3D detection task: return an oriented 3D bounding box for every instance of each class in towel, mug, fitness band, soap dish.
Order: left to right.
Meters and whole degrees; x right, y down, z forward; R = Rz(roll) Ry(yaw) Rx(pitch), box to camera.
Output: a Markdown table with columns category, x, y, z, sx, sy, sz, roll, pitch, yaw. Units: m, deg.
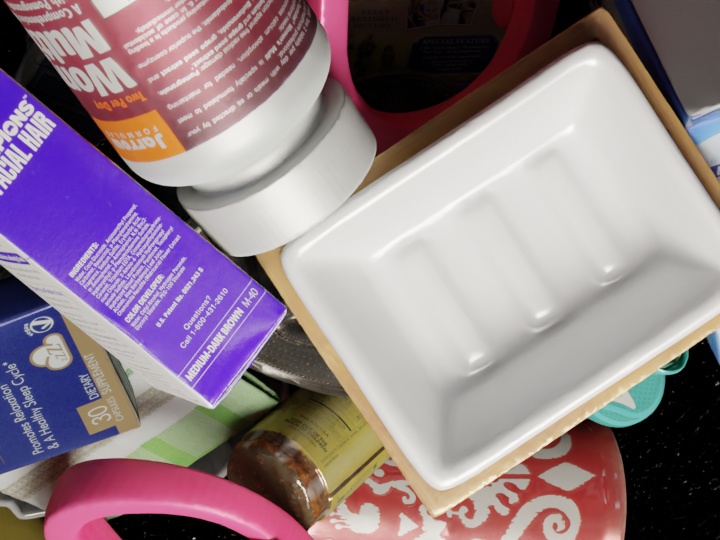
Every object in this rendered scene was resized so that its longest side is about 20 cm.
| category | x | y | z | sx | sy | sz | roll | pitch | yaw |
| --- | --- | --- | --- | --- | --- | --- | --- | --- | --- |
| towel | -0.157 | 0.061 | 1.406 | 0.149 | 0.031 | 0.200 | -33 | 139 | 19 |
| fitness band | -0.089 | 0.162 | 1.440 | 0.143 | 0.037 | 0.200 | 3 | 149 | 23 |
| mug | 0.036 | 0.158 | 1.620 | 0.200 | 0.134 | 0.178 | 6 | 132 | -21 |
| fitness band | 0.033 | -0.148 | 1.260 | 0.144 | 0.037 | 0.200 | -17 | 123 | -31 |
| soap dish | 0.073 | -0.004 | 1.258 | 0.200 | 0.081 | 0.157 | -34 | 95 | 2 |

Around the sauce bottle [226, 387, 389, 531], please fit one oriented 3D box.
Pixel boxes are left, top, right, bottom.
| category | x | y | z | sx | sy | sz | roll | pitch | yaw |
| --- | --- | --- | --- | --- | --- | --- | --- | --- | --- |
| sauce bottle | 0.008 | 0.071 | 1.491 | 0.200 | 0.066 | 0.066 | -39 | 155 | -40 |

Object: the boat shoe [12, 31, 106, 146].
| category | x | y | z | sx | sy | sz | roll | pitch | yaw |
| --- | --- | --- | --- | --- | --- | --- | --- | --- | --- |
| boat shoe | -0.112 | -0.151 | 1.265 | 0.072 | 0.072 | 0.200 | 24 | 120 | -31 |

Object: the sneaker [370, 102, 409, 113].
| category | x | y | z | sx | sy | sz | roll | pitch | yaw |
| --- | --- | --- | --- | --- | --- | --- | --- | --- | --- |
| sneaker | 0.052 | -0.018 | 1.419 | 0.074 | 0.087 | 0.200 | -25 | 139 | 8 |

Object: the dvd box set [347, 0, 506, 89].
| category | x | y | z | sx | sy | sz | roll | pitch | yaw |
| --- | --- | --- | --- | --- | --- | --- | --- | --- | --- |
| dvd box set | 0.014 | -0.139 | 1.358 | 0.146 | 0.029 | 0.200 | -3 | 137 | -17 |

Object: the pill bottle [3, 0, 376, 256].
| category | x | y | z | sx | sy | sz | roll | pitch | yaw |
| --- | --- | --- | --- | --- | --- | --- | --- | --- | --- |
| pill bottle | -0.082 | -0.108 | 1.178 | 0.109 | 0.110 | 0.200 | -29 | 117 | 12 |

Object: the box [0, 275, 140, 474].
| category | x | y | z | sx | sy | sz | roll | pitch | yaw |
| --- | --- | --- | --- | --- | --- | --- | --- | --- | --- |
| box | -0.222 | 0.068 | 1.340 | 0.200 | 0.032 | 0.121 | -18 | 142 | 1 |

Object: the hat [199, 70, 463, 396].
| category | x | y | z | sx | sy | sz | roll | pitch | yaw |
| --- | --- | --- | --- | --- | --- | --- | --- | --- | --- |
| hat | 0.000 | 0.000 | 1.345 | 0.200 | 0.081 | 0.201 | 0 | 119 | 0 |

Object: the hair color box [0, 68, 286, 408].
| category | x | y | z | sx | sy | sz | roll | pitch | yaw |
| --- | --- | --- | --- | --- | --- | --- | --- | --- | --- |
| hair color box | -0.138 | -0.024 | 1.226 | 0.200 | 0.109 | 0.065 | 39 | 81 | -17 |

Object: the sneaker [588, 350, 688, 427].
| category | x | y | z | sx | sy | sz | roll | pitch | yaw |
| --- | --- | --- | --- | --- | --- | --- | --- | --- | --- |
| sneaker | 0.138 | 0.030 | 1.389 | 0.077 | 0.080 | 0.200 | -38 | 150 | -16 |

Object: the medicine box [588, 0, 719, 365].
| category | x | y | z | sx | sy | sz | roll | pitch | yaw |
| --- | --- | --- | --- | --- | --- | --- | --- | --- | --- |
| medicine box | 0.193 | -0.086 | 1.369 | 0.103 | 0.182 | 0.200 | -19 | 139 | -1 |

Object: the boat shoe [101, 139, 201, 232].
| category | x | y | z | sx | sy | sz | roll | pitch | yaw |
| --- | --- | --- | --- | --- | --- | --- | --- | --- | --- |
| boat shoe | -0.080 | -0.078 | 1.297 | 0.074 | 0.066 | 0.199 | 43 | 114 | 3 |

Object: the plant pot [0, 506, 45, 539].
| category | x | y | z | sx | sy | sz | roll | pitch | yaw |
| --- | --- | --- | --- | --- | --- | --- | --- | --- | --- |
| plant pot | -0.279 | 0.193 | 1.491 | 0.200 | 0.177 | 0.200 | 24 | 129 | -39 |

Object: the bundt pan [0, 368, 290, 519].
| category | x | y | z | sx | sy | sz | roll | pitch | yaw |
| --- | --- | --- | --- | --- | --- | --- | --- | --- | --- |
| bundt pan | -0.143 | 0.048 | 1.469 | 0.202 | 0.076 | 0.202 | -11 | 137 | -10 |
